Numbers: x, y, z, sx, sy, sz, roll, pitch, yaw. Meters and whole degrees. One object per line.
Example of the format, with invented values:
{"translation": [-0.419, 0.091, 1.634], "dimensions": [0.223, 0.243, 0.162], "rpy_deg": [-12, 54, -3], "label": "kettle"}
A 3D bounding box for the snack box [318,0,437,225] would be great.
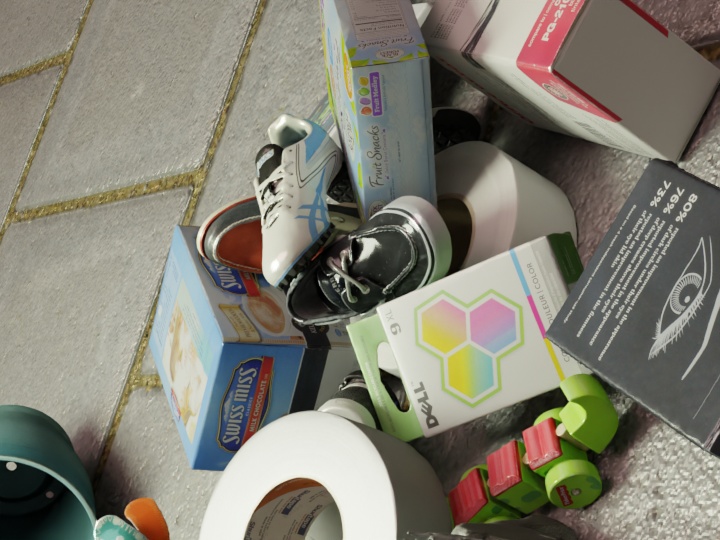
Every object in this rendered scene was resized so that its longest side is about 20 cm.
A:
{"translation": [0.011, -0.155, 1.459], "dimensions": [0.201, 0.067, 0.169], "rpy_deg": [-106, 8, -49], "label": "snack box"}

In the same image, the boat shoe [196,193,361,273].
{"translation": [-0.041, -0.021, 1.539], "dimensions": [0.063, 0.199, 0.072], "rpy_deg": [52, 132, 46], "label": "boat shoe"}

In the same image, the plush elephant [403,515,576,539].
{"translation": [0.099, 0.247, 1.163], "dimensions": [0.164, 0.199, 0.156], "rpy_deg": [8, 91, 50], "label": "plush elephant"}

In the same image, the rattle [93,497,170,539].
{"translation": [-0.132, 0.272, 1.466], "dimensions": [0.143, 0.129, 0.201], "rpy_deg": [-31, 63, 58], "label": "rattle"}

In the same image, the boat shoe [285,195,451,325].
{"translation": [0.000, 0.000, 1.397], "dimensions": [0.068, 0.072, 0.200], "rpy_deg": [-28, 2, -31], "label": "boat shoe"}

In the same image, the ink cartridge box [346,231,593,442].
{"translation": [0.078, 0.056, 1.330], "dimensions": [0.199, 0.059, 0.104], "rpy_deg": [-23, 85, 24], "label": "ink cartridge box"}

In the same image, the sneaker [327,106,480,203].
{"translation": [0.031, -0.124, 1.626], "dimensions": [0.199, 0.072, 0.083], "rpy_deg": [-21, 48, 47], "label": "sneaker"}

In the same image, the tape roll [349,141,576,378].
{"translation": [0.079, 0.000, 1.459], "dimensions": [0.202, 0.071, 0.203], "rpy_deg": [-35, 41, 37], "label": "tape roll"}

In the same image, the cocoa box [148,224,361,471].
{"translation": [-0.095, 0.067, 1.567], "dimensions": [0.200, 0.130, 0.134], "rpy_deg": [-119, 39, -55], "label": "cocoa box"}

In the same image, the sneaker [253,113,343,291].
{"translation": [-0.059, -0.055, 1.443], "dimensions": [0.072, 0.072, 0.200], "rpy_deg": [-46, 20, 29], "label": "sneaker"}

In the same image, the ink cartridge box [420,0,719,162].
{"translation": [0.157, -0.165, 1.401], "dimensions": [0.085, 0.144, 0.200], "rpy_deg": [-61, 31, -3], "label": "ink cartridge box"}

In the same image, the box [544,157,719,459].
{"translation": [0.236, 0.035, 1.166], "dimensions": [0.149, 0.104, 0.200], "rpy_deg": [-58, 32, 5], "label": "box"}

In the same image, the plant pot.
{"translation": [-0.356, 0.235, 1.815], "dimensions": [0.200, 0.199, 0.188], "rpy_deg": [-53, 17, 13], "label": "plant pot"}

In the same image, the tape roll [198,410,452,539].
{"translation": [-0.029, 0.207, 1.317], "dimensions": [0.199, 0.066, 0.202], "rpy_deg": [-17, 63, 37], "label": "tape roll"}

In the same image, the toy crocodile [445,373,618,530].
{"translation": [0.112, 0.151, 1.299], "dimensions": [0.200, 0.062, 0.068], "rpy_deg": [-43, 35, 29], "label": "toy crocodile"}

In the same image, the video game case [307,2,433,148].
{"translation": [-0.007, -0.164, 1.684], "dimensions": [0.200, 0.023, 0.182], "rpy_deg": [-54, 12, 0], "label": "video game case"}

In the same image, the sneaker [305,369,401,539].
{"translation": [-0.008, 0.176, 1.463], "dimensions": [0.112, 0.073, 0.201], "rpy_deg": [-44, -28, -61], "label": "sneaker"}
